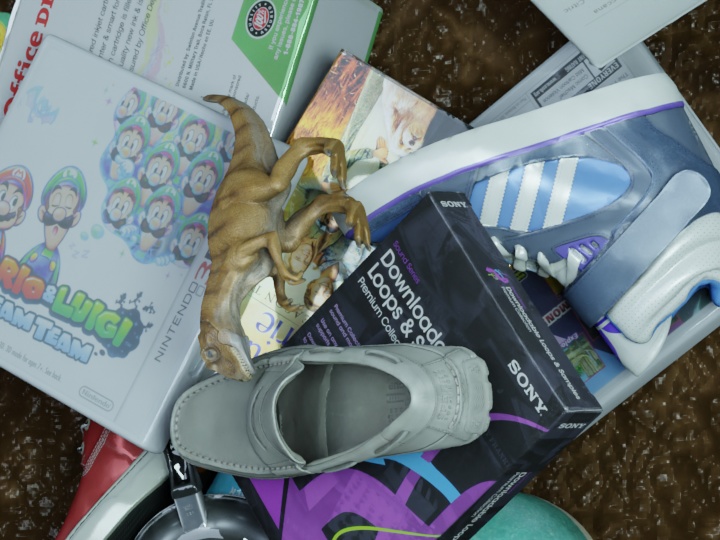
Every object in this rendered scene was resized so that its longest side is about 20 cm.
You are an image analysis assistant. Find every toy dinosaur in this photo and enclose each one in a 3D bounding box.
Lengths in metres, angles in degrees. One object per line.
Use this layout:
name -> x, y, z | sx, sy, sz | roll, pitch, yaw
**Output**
toy dinosaur -> -0.052, -0.041, 1.410 | 0.106, 0.060, 0.200 | -11, 51, 19

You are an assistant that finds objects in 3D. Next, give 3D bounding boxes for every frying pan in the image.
frying pan -> -0.075, 0.146, 1.523 | 0.115, 0.031, 0.191 | 6, 105, 3

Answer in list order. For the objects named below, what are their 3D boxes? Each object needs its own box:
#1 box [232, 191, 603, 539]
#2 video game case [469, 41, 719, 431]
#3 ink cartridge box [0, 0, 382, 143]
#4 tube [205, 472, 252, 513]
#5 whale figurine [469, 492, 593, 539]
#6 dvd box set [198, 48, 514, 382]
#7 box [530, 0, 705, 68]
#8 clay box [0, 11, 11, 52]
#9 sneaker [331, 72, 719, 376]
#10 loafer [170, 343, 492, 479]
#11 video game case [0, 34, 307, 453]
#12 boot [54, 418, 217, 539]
box -> 0.018, 0.076, 1.406 | 0.200, 0.036, 0.143 | -46, 62, 28
video game case -> 0.113, -0.015, 1.508 | 0.200, 0.023, 0.182 | -39, 65, 14
ink cartridge box -> -0.107, -0.116, 1.605 | 0.200, 0.084, 0.145 | 17, 89, 29
tube -> -0.056, 0.130, 1.552 | 0.077, 0.050, 0.200 | 26, 95, 8
whale figurine -> 0.036, 0.195, 1.458 | 0.200, 0.104, 0.159 | -24, 70, 18
dvd box set -> 0.000, 0.000, 1.502 | 0.146, 0.029, 0.200 | 32, 93, 7
box -> 0.150, -0.253, 1.441 | 0.200, 0.131, 0.199 | -32, 46, 18
clay box -> -0.286, -0.106, 1.716 | 0.199, 0.048, 0.115 | 5, 83, 27
sneaker -> 0.099, -0.006, 1.434 | 0.200, 0.081, 0.147 | -20, 85, 3
loafer -> -0.026, 0.069, 1.375 | 0.200, 0.070, 0.070 | -13, 80, 39
video game case -> -0.145, -0.019, 1.529 | 0.200, 0.024, 0.182 | 26, 90, 35
boot -> -0.150, 0.087, 1.598 | 0.144, 0.072, 0.200 | 34, 88, 29
